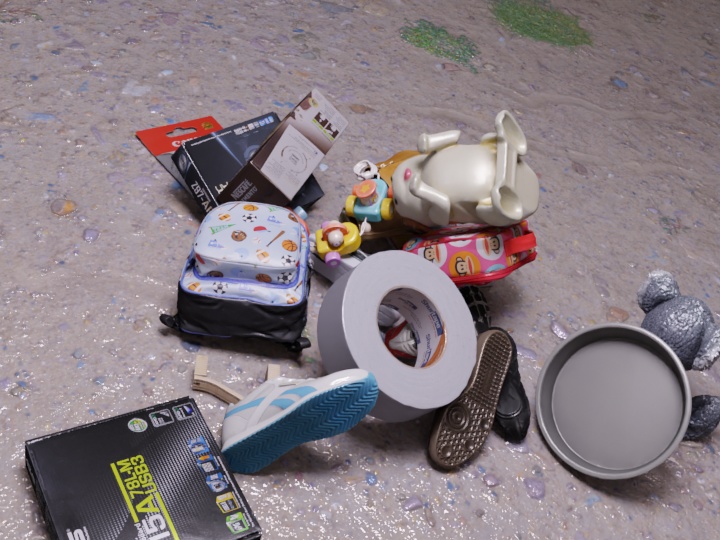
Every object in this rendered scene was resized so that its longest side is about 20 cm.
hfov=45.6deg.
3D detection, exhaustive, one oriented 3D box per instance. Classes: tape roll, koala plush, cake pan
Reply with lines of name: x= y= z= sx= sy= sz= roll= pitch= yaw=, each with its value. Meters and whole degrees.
tape roll: x=0.047 y=0.080 z=1.056 sx=0.198 sy=0.066 sz=0.203 roll=14 pitch=61 yaw=-27
koala plush: x=0.421 y=0.117 z=1.180 sx=0.181 sy=0.202 sz=0.178 roll=-5 pitch=44 yaw=-26
cake pan: x=0.328 y=0.170 z=1.116 sx=0.200 sy=0.200 sz=0.037 roll=48 pitch=8 yaw=32

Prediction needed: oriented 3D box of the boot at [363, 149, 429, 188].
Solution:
boot: x=0.107 y=-0.137 z=1.298 sx=0.143 sy=0.072 sz=0.200 roll=-24 pitch=30 yaw=-28

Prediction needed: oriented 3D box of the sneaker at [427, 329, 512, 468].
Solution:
sneaker: x=0.135 y=0.170 z=1.115 sx=0.070 sy=0.075 sz=0.201 roll=40 pitch=62 yaw=-12

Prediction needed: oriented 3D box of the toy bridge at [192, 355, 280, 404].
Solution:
toy bridge: x=-0.110 y=0.150 z=1.066 sx=0.197 sy=0.027 sz=0.068 roll=10 pitch=42 yaw=-11

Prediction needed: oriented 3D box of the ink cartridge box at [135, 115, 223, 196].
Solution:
ink cartridge box: x=-0.251 y=-0.203 z=1.408 sx=0.159 sy=0.048 sz=0.200 roll=-21 pitch=55 yaw=-39

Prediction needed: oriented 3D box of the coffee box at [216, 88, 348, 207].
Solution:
coffee box: x=-0.113 y=-0.164 z=1.268 sx=0.080 sy=0.113 sz=0.201 roll=43 pitch=48 yaw=-13

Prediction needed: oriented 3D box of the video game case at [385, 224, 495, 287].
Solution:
video game case: x=0.115 y=-0.043 z=1.391 sx=0.141 sy=0.018 sz=0.201 roll=-5 pitch=45 yaw=-27

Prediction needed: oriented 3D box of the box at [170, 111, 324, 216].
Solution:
box: x=-0.170 y=-0.145 z=1.320 sx=0.199 sy=0.043 sz=0.161 roll=-29 pitch=87 yaw=-43

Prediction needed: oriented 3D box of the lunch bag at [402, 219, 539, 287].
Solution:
lunch bag: x=0.170 y=-0.029 z=1.229 sx=0.174 sy=0.083 sz=0.199 roll=-9 pitch=6 yaw=30

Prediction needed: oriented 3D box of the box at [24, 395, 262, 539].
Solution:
box: x=-0.230 y=0.239 z=0.899 sx=0.191 sy=0.048 sz=0.201 roll=-9 pitch=46 yaw=-33

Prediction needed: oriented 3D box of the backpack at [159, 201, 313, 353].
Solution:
backpack: x=-0.150 y=-0.005 z=1.145 sx=0.197 sy=0.156 sz=0.191 roll=11 pitch=31 yaw=-7

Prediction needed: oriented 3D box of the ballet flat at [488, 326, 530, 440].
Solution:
ballet flat: x=0.192 y=0.150 z=1.184 sx=0.066 sy=0.057 sz=0.201 roll=-12 pitch=35 yaw=8

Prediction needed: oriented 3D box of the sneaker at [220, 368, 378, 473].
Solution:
sneaker: x=-0.074 y=0.153 z=0.974 sx=0.198 sy=0.077 sz=0.081 roll=-24 pitch=40 yaw=10

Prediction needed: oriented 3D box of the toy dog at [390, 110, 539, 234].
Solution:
toy dog: x=0.133 y=-0.121 z=1.174 sx=0.198 sy=0.142 sz=0.193 roll=-4 pitch=-11 yaw=32

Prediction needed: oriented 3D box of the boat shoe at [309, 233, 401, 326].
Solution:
boat shoe: x=0.000 y=0.000 z=1.250 sx=0.070 sy=0.073 sz=0.200 roll=-24 pitch=54 yaw=-38

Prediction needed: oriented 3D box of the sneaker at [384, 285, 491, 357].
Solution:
sneaker: x=0.108 y=0.073 z=1.207 sx=0.199 sy=0.084 sz=0.078 roll=-15 pitch=89 yaw=-45

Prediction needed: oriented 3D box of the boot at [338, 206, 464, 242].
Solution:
boot: x=0.059 y=-0.100 z=1.353 sx=0.197 sy=0.067 sz=0.175 roll=-11 pitch=17 yaw=-18

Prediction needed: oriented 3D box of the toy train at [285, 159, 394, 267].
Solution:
toy train: x=-0.043 y=-0.091 z=1.238 sx=0.199 sy=0.056 sz=0.150 roll=-37 pitch=55 yaw=-8
